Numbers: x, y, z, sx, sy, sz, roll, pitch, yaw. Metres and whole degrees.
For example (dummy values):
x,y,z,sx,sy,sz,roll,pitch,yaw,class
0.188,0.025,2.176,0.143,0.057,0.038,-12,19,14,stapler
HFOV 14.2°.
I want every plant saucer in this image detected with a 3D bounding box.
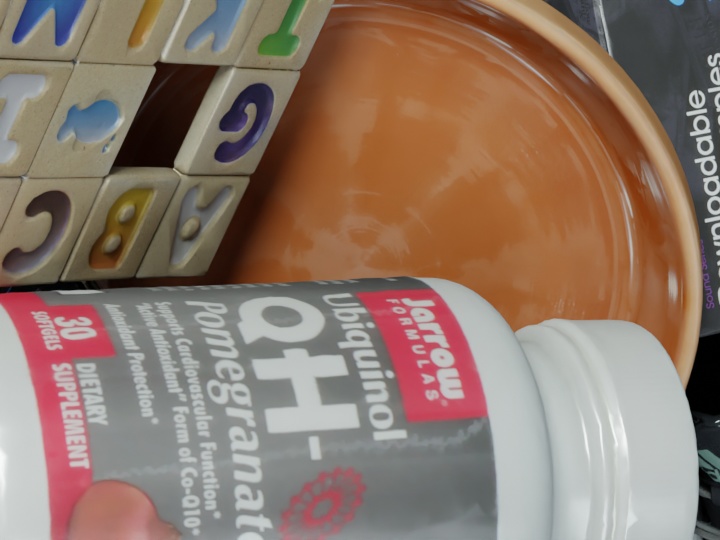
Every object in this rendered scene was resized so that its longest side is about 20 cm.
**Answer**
x,y,z,sx,sy,sz,roll,pitch,yaw,class
0.000,0.000,0.844,0.200,0.032,0.201,3,114,7,plant saucer

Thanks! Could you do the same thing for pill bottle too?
x,y,z,sx,sy,sz,roll,pitch,yaw,class
-0.017,0.058,0.765,0.200,0.111,0.111,-2,127,-22,pill bottle

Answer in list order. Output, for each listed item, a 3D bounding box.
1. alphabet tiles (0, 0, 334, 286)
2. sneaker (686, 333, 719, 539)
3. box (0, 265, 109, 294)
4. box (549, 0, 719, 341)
x,y,z,sx,sy,sz,roll,pitch,yaw,class
-0.065,-0.067,0.710,0.200,0.008,0.167,-4,125,-57,alphabet tiles
0.121,0.071,0.945,0.140,0.078,0.200,2,91,-68,sneaker
-0.179,0.018,0.769,0.200,0.050,0.199,-35,123,-3,box
0.156,-0.065,0.901,0.200,0.036,0.143,-11,93,-26,box
